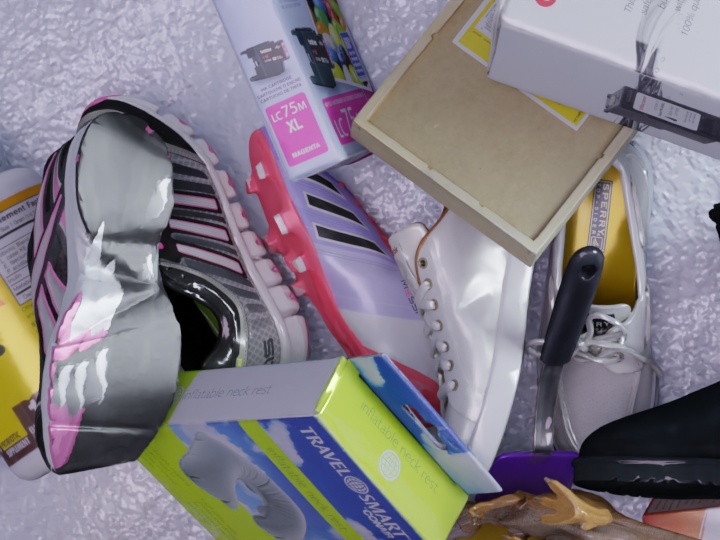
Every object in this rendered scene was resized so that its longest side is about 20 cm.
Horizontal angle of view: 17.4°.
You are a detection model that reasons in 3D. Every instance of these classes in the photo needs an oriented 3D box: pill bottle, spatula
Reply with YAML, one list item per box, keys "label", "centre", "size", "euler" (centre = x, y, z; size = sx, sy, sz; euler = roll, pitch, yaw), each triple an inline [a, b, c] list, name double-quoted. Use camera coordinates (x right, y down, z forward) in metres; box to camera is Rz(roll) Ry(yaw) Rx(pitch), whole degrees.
- label: "pill bottle"
  centre: [-0.208, 0.016, 1.397]
  size: [0.109, 0.109, 0.200]
  euler: [-33, 88, 16]
- label: "spatula"
  centre: [0.105, 0.066, 1.300]
  size: [0.056, 0.021, 0.200]
  euler: [0, 126, -14]

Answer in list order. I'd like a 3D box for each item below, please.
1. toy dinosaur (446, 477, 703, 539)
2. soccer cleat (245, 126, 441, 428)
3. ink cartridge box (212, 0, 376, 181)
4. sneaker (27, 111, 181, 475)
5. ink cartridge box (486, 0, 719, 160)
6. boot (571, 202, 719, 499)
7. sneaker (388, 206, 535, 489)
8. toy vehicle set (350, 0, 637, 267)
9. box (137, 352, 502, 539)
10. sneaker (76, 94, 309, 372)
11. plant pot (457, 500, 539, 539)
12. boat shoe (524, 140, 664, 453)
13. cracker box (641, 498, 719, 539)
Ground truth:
- label: "toy dinosaur"
  centre: [0.127, 0.140, 1.288]
  size: [0.200, 0.106, 0.061]
  euler: [8, 94, 24]
- label: "soccer cleat"
  centre: [0.000, 0.000, 1.373]
  size: [0.076, 0.067, 0.200]
  euler: [-26, 84, -15]
- label: "ink cartridge box"
  centre: [-0.047, -0.152, 1.326]
  size: [0.042, 0.119, 0.200]
  euler: [-25, 91, 17]
- label: "sneaker"
  centre: [-0.150, 0.017, 1.317]
  size: [0.086, 0.080, 0.200]
  euler: [-10, 70, 57]
- label: "ink cartridge box"
  centre: [0.182, -0.146, 1.247]
  size: [0.200, 0.083, 0.145]
  euler: [20, 74, 3]
- label: "boot"
  centre: [0.212, 0.041, 1.283]
  size: [0.198, 0.073, 0.163]
  euler: [-2, 79, 6]
- label: "sneaker"
  centre: [0.051, 0.022, 1.326]
  size: [0.085, 0.073, 0.200]
  euler: [10, 75, -6]
- label: "toy vehicle set"
  centre: [0.104, -0.116, 1.293]
  size: [0.124, 0.027, 0.200]
  euler: [37, 76, 8]
- label: "box"
  centre: [-0.034, 0.104, 1.304]
  size: [0.200, 0.048, 0.122]
  euler: [-7, 134, 45]
- label: "sneaker"
  centre: [-0.113, -0.011, 1.368]
  size: [0.074, 0.087, 0.200]
  euler: [-36, 86, 46]
- label: "plant pot"
  centre: [0.054, 0.246, 1.335]
  size: [0.200, 0.200, 0.142]
  euler: [7, 121, 13]
- label: "boat shoe"
  centre: [0.133, 0.027, 1.322]
  size: [0.074, 0.086, 0.202]
  euler: [6, 99, 14]
- label: "cracker box"
  centre: [0.268, 0.186, 1.325]
  size: [0.200, 0.058, 0.134]
  euler: [-8, 95, 15]
